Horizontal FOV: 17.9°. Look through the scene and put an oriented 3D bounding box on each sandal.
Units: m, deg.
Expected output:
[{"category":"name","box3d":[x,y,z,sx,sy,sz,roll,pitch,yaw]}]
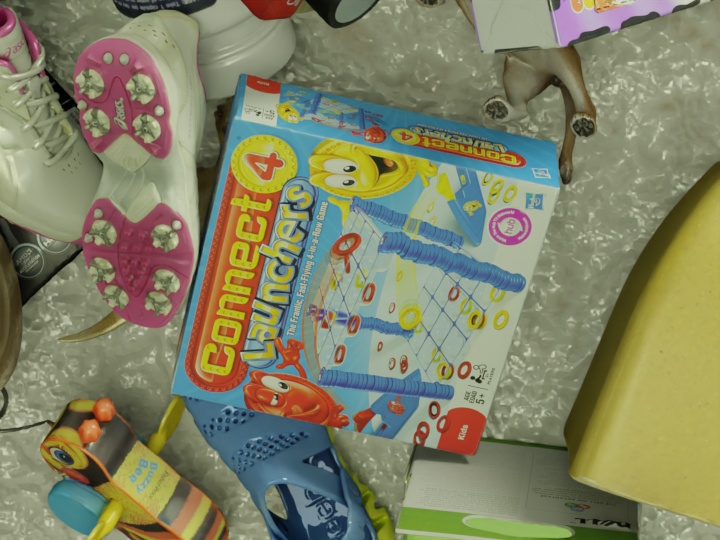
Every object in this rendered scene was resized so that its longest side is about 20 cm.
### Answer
[{"category":"sandal","box3d":[-0.049,0.123,1.451,0.079,0.087,0.200,-37,94,14]}]

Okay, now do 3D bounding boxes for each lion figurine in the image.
[{"category":"lion figurine","box3d":[0.087,-0.159,1.378,0.072,0.123,0.201,-19,115,17]}]

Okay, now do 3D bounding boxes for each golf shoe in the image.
[{"category":"golf shoe","box3d":[-0.212,-0.099,1.352,0.200,0.076,0.091,44,136,-14]},{"category":"golf shoe","box3d":[-0.117,-0.060,1.338,0.075,0.092,0.201,15,127,16]}]

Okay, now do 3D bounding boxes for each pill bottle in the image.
[{"category":"pill bottle","box3d":[-0.108,-0.206,1.352,0.110,0.111,0.201,-15,124,9]}]

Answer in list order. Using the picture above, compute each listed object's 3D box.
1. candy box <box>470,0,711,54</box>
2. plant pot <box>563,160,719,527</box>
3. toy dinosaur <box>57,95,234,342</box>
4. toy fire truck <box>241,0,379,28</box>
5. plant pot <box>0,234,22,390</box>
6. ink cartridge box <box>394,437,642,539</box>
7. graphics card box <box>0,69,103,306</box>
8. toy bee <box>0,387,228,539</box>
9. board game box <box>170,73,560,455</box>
[{"category":"candy box","box3d":[0.146,-0.228,1.304,0.199,0.071,0.169,-19,102,-35]},{"category":"plant pot","box3d":[0.242,0.044,1.355,0.193,0.196,0.202,17,94,3]},{"category":"toy dinosaur","box3d":[-0.100,-0.016,1.453,0.101,0.058,0.201,34,97,14]},{"category":"toy fire truck","box3d":[-0.055,-0.223,1.199,0.129,0.199,0.176,49,123,18]},{"category":"plant pot","box3d":[-0.307,0.029,1.388,0.172,0.200,0.202,-8,101,19]},{"category":"ink cartridge box","box3d":[0.095,0.166,1.384,0.147,0.200,0.076,6,103,6]},{"category":"graphics card box","box3d":[-0.246,-0.083,1.448,0.125,0.051,0.200,-40,96,12]},{"category":"toy bee","box3d":[-0.164,0.128,1.442,0.199,0.109,0.132,17,65,-18]},{"category":"board game box","box3d":[0.000,0.000,1.370,0.194,0.056,0.201,11,121,-6]}]
